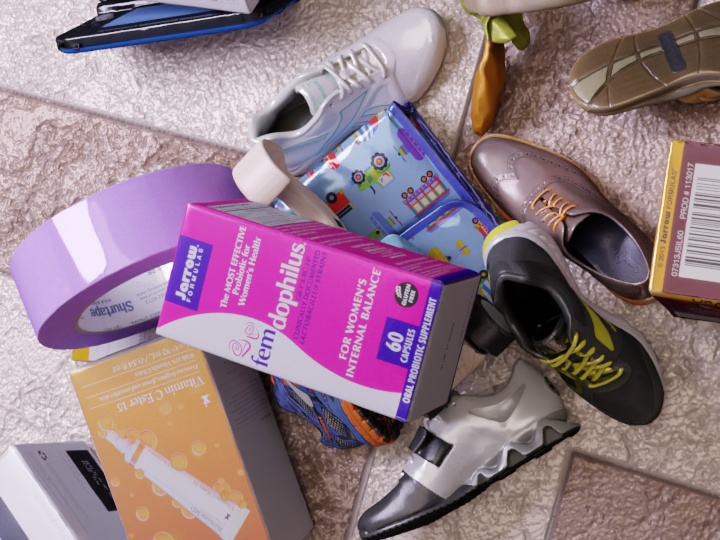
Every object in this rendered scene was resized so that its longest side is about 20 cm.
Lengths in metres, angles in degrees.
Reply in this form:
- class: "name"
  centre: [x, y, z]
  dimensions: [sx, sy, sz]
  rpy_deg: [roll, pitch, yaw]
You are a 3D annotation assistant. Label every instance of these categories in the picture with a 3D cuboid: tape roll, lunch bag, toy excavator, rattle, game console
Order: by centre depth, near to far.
- class: "toy excavator"
  centre: [0.000, 0.000, 1.169]
  dimensions: [0.100, 0.194, 0.200]
  rpy_deg: [-46, 51, 15]
- class: "tape roll"
  centre: [-0.177, -0.009, 1.202]
  dimensions: [0.199, 0.200, 0.066]
  rpy_deg: [-28, 76, 13]
- class: "rattle"
  centre: [0.185, -0.199, 1.217]
  dimensions: [0.198, 0.130, 0.144]
  rpy_deg: [-10, 91, -10]
- class: "lunch bag"
  centre: [0.039, -0.017, 1.245]
  dimensions: [0.150, 0.094, 0.200]
  rpy_deg: [-39, 88, 12]
- class: "game console"
  centre: [-0.162, -0.275, 1.315]
  dimensions: [0.198, 0.171, 0.119]
  rpy_deg: [-6, 109, 17]

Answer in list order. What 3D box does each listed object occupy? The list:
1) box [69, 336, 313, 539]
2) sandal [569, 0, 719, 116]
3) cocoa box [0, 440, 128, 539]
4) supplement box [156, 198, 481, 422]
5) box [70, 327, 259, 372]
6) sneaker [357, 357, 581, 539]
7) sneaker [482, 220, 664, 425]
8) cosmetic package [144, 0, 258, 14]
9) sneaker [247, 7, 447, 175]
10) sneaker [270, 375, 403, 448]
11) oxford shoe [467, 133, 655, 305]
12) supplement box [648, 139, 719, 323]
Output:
- class: "box"
  centre: [-0.139, 0.151, 1.243]
  dimensions: [0.124, 0.097, 0.201]
  rpy_deg: [-20, 91, 18]
- class: "sandal"
  centre: [0.266, -0.162, 1.191]
  dimensions: [0.199, 0.054, 0.081]
  rpy_deg: [-15, 61, 8]
- class: "cocoa box"
  centre: [-0.255, 0.264, 1.272]
  dimensions: [0.131, 0.133, 0.200]
  rpy_deg: [-42, 73, 10]
- class: "supplement box"
  centre: [-0.030, 0.024, 1.067]
  dimensions: [0.199, 0.103, 0.102]
  rpy_deg: [17, 100, 18]
- class: "box"
  centre: [-0.155, 0.027, 1.317]
  dimensions: [0.198, 0.041, 0.120]
  rpy_deg: [3, 85, 16]
- class: "sneaker"
  centre: [0.073, 0.145, 1.215]
  dimensions: [0.199, 0.074, 0.089]
  rpy_deg: [-33, 76, 2]
- class: "sneaker"
  centre: [0.160, 0.056, 1.157]
  dimensions: [0.074, 0.085, 0.200]
  rpy_deg: [-39, 102, 27]
- class: "cosmetic package"
  centre: [-0.153, -0.336, 1.263]
  dimensions: [0.199, 0.123, 0.200]
  rpy_deg: [12, 56, 22]
- class: "sneaker"
  centre: [-0.011, -0.153, 1.269]
  dimensions: [0.200, 0.080, 0.071]
  rpy_deg: [-38, 73, 9]
- class: "sneaker"
  centre: [-0.052, 0.078, 1.226]
  dimensions: [0.078, 0.075, 0.200]
  rpy_deg: [-28, 107, 34]
- class: "oxford shoe"
  centre: [0.166, -0.050, 1.202]
  dimensions: [0.200, 0.073, 0.072]
  rpy_deg: [37, 96, 18]
- class: "supplement box"
  centre: [0.270, -0.021, 1.099]
  dimensions: [0.085, 0.200, 0.111]
  rpy_deg: [9, 87, 17]
